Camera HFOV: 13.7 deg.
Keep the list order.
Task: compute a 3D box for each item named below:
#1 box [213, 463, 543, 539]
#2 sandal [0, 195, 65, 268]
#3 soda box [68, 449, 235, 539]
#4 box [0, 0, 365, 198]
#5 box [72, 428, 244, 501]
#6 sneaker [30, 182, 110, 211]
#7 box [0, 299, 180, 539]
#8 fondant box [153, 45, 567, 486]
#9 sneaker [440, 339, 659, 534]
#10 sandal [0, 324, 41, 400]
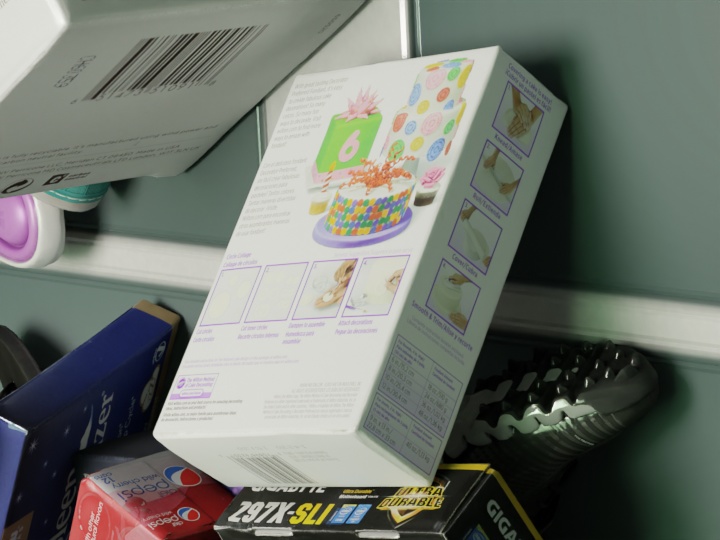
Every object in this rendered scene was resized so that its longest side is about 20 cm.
[{"bbox_3d":[0.043,0.177,1.394,0.159,0.049,0.200,-4,127,49],"label":"box"},{"bbox_3d":[-0.234,-0.039,1.706,0.202,0.050,0.083,0,97,55],"label":"sandal"},{"bbox_3d":[-0.111,0.194,1.470,0.070,0.063,0.201,34,123,38],"label":"soda box"},{"bbox_3d":[-0.140,-0.136,1.484,0.200,0.198,0.131,-39,69,45],"label":"box"},{"bbox_3d":[-0.056,0.182,1.532,0.148,0.104,0.201,-1,98,48],"label":"box"},{"bbox_3d":[-0.186,-0.129,1.632,0.080,0.071,0.201,-44,70,39],"label":"sneaker"},{"bbox_3d":[-0.163,0.104,1.566,0.032,0.200,0.122,25,118,17],"label":"box"},{"bbox_3d":[0.000,0.000,1.387,0.144,0.058,0.201,-4,59,48],"label":"fondant box"},{"bbox_3d":[0.068,0.098,1.412,0.199,0.067,0.091,-25,106,32],"label":"sneaker"},{"bbox_3d":[-0.185,0.129,1.690,0.075,0.045,0.201,153,102,-73],"label":"sandal"}]
